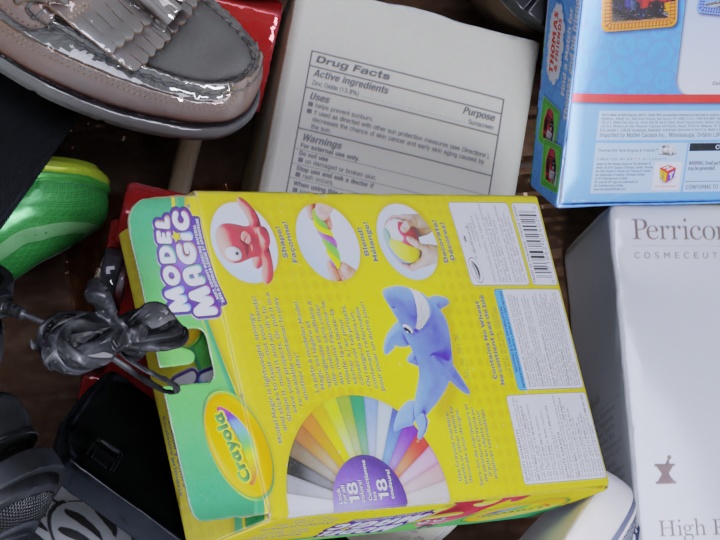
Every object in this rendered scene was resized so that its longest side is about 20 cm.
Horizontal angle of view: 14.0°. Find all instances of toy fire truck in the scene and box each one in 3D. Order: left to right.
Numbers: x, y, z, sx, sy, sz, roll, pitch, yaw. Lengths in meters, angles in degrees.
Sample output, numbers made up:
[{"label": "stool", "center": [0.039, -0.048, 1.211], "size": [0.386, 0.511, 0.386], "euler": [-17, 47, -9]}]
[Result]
[{"label": "toy fire truck", "center": [-0.076, 0.002, 1.114], "size": [0.049, 0.141, 0.201], "euler": [13, 110, -5]}]

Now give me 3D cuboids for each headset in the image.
[{"label": "headset", "center": [-0.145, 0.042, 0.955], "size": [0.199, 0.094, 0.124], "euler": [-16, 89, 29]}]

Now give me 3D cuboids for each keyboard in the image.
[{"label": "keyboard", "center": [-0.029, 0.120, 1.015], "size": [0.200, 0.104, 0.040], "euler": [36, 114, -1]}]

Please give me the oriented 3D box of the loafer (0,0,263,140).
[{"label": "loafer", "center": [-0.122, -0.116, 1.061], "size": [0.200, 0.063, 0.072], "euler": [28, 44, 7]}]

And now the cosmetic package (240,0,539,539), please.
[{"label": "cosmetic package", "center": [0.000, 0.000, 1.146], "size": [0.105, 0.071, 0.201], "euler": [15, 70, -9]}]

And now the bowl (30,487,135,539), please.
[{"label": "bowl", "center": [-0.118, 0.169, 1.021], "size": [0.200, 0.094, 0.202], "euler": [0, 93, -5]}]

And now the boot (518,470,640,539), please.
[{"label": "boot", "center": [0.067, 0.178, 1.098], "size": [0.090, 0.073, 0.200], "euler": [34, 89, -6]}]

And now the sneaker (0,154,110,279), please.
[{"label": "sneaker", "center": [-0.178, 0.022, 1.105], "size": [0.200, 0.074, 0.084], "euler": [-30, 82, -8]}]

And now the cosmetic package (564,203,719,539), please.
[{"label": "cosmetic package", "center": [0.142, 0.076, 1.153], "size": [0.101, 0.074, 0.201], "euler": [-1, 74, -13]}]

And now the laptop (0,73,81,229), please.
[{"label": "laptop", "center": [-0.223, -0.022, 1.067], "size": [0.177, 0.103, 0.200], "euler": [30, 103, 1]}]

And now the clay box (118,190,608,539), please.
[{"label": "clay box", "center": [-0.006, 0.033, 1.025], "size": [0.200, 0.048, 0.115], "euler": [0, 72, -44]}]

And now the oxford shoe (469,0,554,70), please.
[{"label": "oxford shoe", "center": [0.124, -0.090, 1.203], "size": [0.200, 0.084, 0.073], "euler": [35, 77, -21]}]

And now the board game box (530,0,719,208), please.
[{"label": "board game box", "center": [0.148, -0.125, 1.128], "size": [0.151, 0.037, 0.201], "euler": [-1, 109, -18]}]
